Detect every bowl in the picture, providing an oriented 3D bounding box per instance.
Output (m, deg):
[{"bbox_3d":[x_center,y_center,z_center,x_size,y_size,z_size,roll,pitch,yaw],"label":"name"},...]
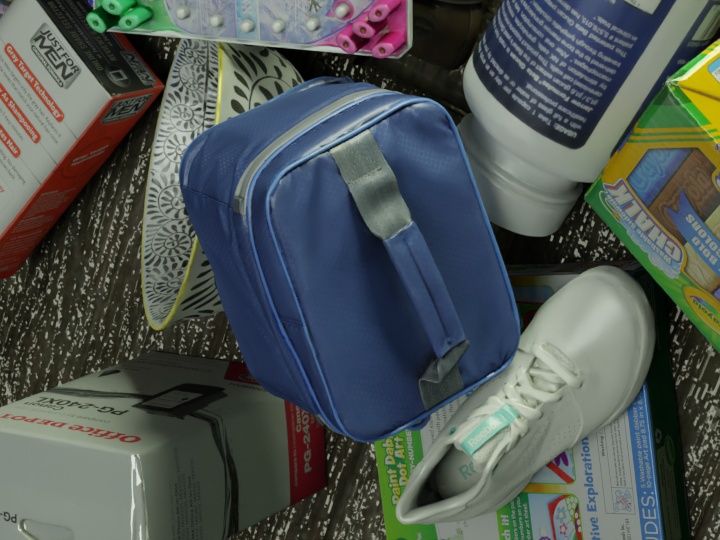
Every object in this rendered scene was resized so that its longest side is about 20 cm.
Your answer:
[{"bbox_3d":[-0.069,-0.058,1.419,0.201,0.094,0.202,-172,90,-74],"label":"bowl"}]

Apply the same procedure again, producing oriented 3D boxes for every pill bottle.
[{"bbox_3d":[0.125,-0.121,1.287,0.111,0.111,0.201,41,119,19],"label":"pill bottle"}]

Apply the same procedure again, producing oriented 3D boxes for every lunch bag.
[{"bbox_3d":[0.000,0.000,1.292,0.132,0.135,0.201,23,139,61],"label":"lunch bag"}]

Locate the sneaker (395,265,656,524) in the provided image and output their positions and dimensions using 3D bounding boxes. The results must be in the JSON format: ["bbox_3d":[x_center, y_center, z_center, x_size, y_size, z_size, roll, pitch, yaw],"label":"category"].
[{"bbox_3d":[0.092,0.083,1.320,0.075,0.088,0.200,47,121,17],"label":"sneaker"}]

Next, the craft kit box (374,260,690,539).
[{"bbox_3d":[0.098,0.097,1.397,0.196,0.048,0.201,-2,100,31],"label":"craft kit box"}]

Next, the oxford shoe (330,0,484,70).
[{"bbox_3d":[-0.018,-0.169,1.395,0.199,0.073,0.085,23,118,29],"label":"oxford shoe"}]

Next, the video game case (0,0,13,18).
[{"bbox_3d":[-0.254,-0.174,1.576,0.199,0.024,0.183,23,112,28],"label":"video game case"}]

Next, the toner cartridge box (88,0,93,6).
[{"bbox_3d":[-0.150,-0.272,1.443,0.043,0.095,0.201,-10,96,34],"label":"toner cartridge box"}]

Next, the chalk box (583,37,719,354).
[{"bbox_3d":[0.212,-0.048,1.215,0.124,0.124,0.200,49,158,8],"label":"chalk box"}]

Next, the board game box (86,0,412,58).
[{"bbox_3d":[-0.069,-0.221,1.285,0.199,0.026,0.201,7,113,19],"label":"board game box"}]

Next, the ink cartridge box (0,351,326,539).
[{"bbox_3d":[-0.136,0.119,1.457,0.145,0.200,0.084,7,105,31],"label":"ink cartridge box"}]

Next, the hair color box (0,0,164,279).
[{"bbox_3d":[-0.227,-0.089,1.525,0.102,0.061,0.200,52,124,13],"label":"hair color box"}]
